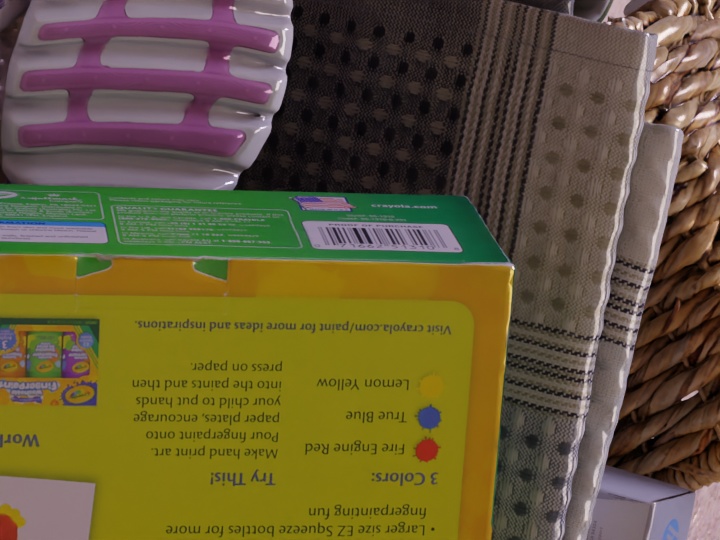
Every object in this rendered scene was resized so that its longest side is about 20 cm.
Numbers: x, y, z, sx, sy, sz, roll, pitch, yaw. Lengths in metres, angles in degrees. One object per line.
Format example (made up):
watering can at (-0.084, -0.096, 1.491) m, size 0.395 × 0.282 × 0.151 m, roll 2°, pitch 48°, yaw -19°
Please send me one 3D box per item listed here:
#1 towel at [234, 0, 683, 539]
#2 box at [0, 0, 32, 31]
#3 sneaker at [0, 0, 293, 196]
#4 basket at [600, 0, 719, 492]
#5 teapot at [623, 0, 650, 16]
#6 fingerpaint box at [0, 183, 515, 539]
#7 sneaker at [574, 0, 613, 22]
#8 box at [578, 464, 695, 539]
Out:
towel at (0.000, 0.000, 0.867) m, size 0.034 × 0.192 × 0.201 m, roll -8°, pitch 111°, yaw -58°
box at (-0.137, -0.116, 0.740) m, size 0.200 × 0.036 × 0.145 m, roll -47°, pitch 140°, yaw -43°
sneaker at (-0.074, -0.027, 0.836) m, size 0.089 × 0.080 × 0.201 m, roll -113°, pitch -146°, yaw -70°
basket at (0.079, 0.009, 0.962) m, size 0.143 × 0.200 × 0.150 m, roll -25°, pitch 84°, yaw -56°
teapot at (0.190, -0.205, 1.018) m, size 0.197 × 0.200 × 0.147 m, roll -26°, pitch 81°, yaw -33°
fingerpaint box at (-0.065, 0.064, 0.782) m, size 0.073 × 0.199 × 0.168 m, roll -117°, pitch -151°, yaw -71°
sneaker at (0.060, -0.110, 1.024) m, size 0.200 × 0.089 × 0.068 m, roll -40°, pitch 134°, yaw -47°
box at (-0.001, 0.123, 0.908) m, size 0.041 × 0.199 × 0.157 m, roll -2°, pitch 105°, yaw -62°
